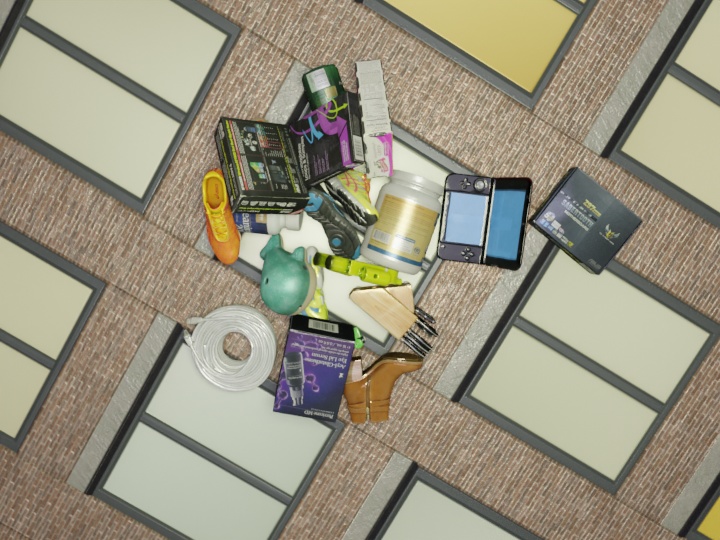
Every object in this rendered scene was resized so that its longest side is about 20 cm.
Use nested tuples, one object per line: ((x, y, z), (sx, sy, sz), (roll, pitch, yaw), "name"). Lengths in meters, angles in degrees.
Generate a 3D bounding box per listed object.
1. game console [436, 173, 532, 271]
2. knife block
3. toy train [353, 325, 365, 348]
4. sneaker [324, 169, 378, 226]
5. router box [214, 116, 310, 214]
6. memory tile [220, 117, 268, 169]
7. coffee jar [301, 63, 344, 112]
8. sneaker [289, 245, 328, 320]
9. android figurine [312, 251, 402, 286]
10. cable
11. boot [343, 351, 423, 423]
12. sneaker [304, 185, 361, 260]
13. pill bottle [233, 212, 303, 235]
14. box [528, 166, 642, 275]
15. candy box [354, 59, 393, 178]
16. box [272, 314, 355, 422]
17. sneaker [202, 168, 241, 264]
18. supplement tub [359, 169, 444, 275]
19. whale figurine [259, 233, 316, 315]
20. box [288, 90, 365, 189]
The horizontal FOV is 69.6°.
((0.269, -0.112, 1.150), (0.170, 0.119, 0.202), (7, 95, -1), "game console")
((0.078, 0.120, 1.201), (0.198, 0.064, 0.178), (-5, 95, 1), "knife block")
((-0.084, 0.187, 1.222), (0.198, 0.042, 0.057), (-23, 85, 3), "toy train")
((-0.007, -0.176, 1.129), (0.090, 0.078, 0.200), (-31, 52, -10), "sneaker")
((-0.202, -0.210, 1.052), (0.149, 0.062, 0.202), (-2, 62, -34), "router box")
((-0.204, -0.247, 1.136), (0.152, 0.017, 0.201), (22, 60, -1), "memory tile")
((-0.059, -0.337, 1.138), (0.084, 0.104, 0.202), (-18, 96, 0), "coffee jar")
((-0.133, 0.047, 1.190), (0.104, 0.076, 0.202), (-6, 96, 1), "sneaker")
((0.000, 0.000, 1.133), (0.198, 0.181, 0.042), (15, 90, -33), "android figurine")
((-0.292, 0.181, 1.208), (0.198, 0.069, 0.202), (-15, 96, 1), "cable")
((0.055, 0.277, 1.209), (0.198, 0.077, 0.157), (-8, 94, 4), "boot")
((-0.056, -0.112, 1.174), (0.073, 0.082, 0.201), (-24, 117, 18), "sneaker")
((-0.230, -0.138, 1.153), (0.198, 0.111, 0.112), (5, 96, 0), "pill bottle")
((0.511, -0.112, 1.183), (0.199, 0.051, 0.158), (39, 93, -3), "box")
((0.029, -0.316, 1.082), (0.060, 0.137, 0.202), (-6, 64, 1), "candy box")
((-0.103, 0.215, 1.147), (0.146, 0.104, 0.202), (11, 104, -7), "box")
((-0.295, -0.106, 1.068), (0.072, 0.077, 0.202), (-7, 107, 2), "sneaker")
((0.093, -0.105, 1.138), (0.143, 0.145, 0.202), (19, 96, -2), "supplement tub")
((-0.180, 0.004, 1.136), (0.159, 0.103, 0.201), (-47, 55, 25), "whale figurine")
((-0.077, -0.257, 1.059), (0.199, 0.036, 0.145), (-16, 78, 45), "box")
